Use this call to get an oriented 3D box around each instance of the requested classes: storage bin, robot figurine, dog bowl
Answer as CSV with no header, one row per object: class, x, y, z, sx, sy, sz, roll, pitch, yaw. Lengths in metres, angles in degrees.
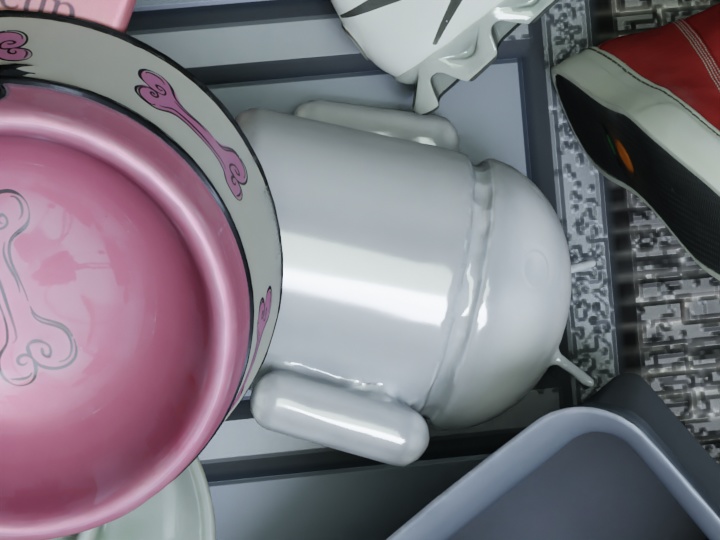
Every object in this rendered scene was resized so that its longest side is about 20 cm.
storage bin,0.076,0.138,1.172,0.200,0.134,0.146,-41,92,19
robot figurine,0.000,0.000,1.192,0.199,0.113,0.170,13,58,-6
dog bowl,-0.127,0.010,1.074,0.200,0.074,0.201,-1,110,-2

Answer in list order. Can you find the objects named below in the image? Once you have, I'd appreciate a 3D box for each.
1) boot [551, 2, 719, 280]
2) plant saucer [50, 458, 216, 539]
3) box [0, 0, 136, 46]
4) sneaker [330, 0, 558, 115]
boot,0.174,-0.070,1.168,0.144,0.200,0.073,-26,117,-5
plant saucer,-0.156,0.100,1.163,0.199,0.050,0.201,2,61,-3
box,-0.151,-0.109,1.127,0.128,0.109,0.200,18,108,-7
sneaker,0.067,-0.159,1.191,0.200,0.074,0.089,-42,103,11
